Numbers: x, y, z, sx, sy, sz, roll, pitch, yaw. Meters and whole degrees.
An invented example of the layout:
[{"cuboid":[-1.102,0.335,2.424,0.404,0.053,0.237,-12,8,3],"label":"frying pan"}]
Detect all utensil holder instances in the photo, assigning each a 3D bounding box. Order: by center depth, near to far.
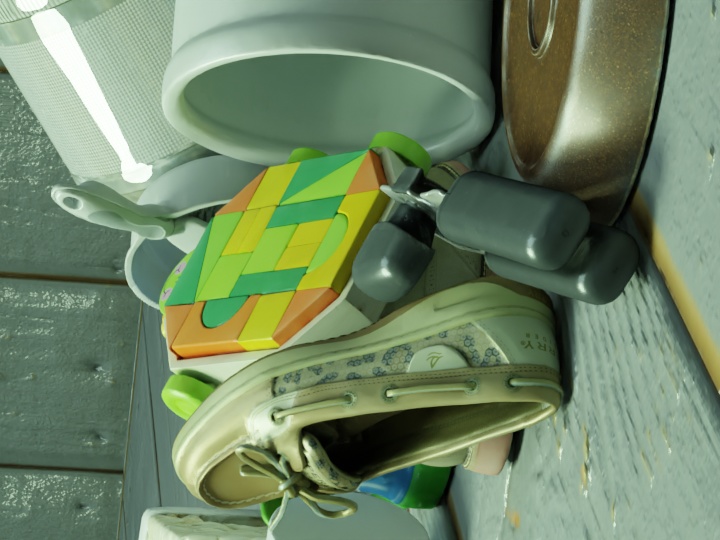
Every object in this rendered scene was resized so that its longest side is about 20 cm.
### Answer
[{"cuboid":[-0.012,-0.172,1.446,0.170,0.169,0.201,119,154,-70],"label":"utensil holder"}]

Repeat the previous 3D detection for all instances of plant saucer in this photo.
[{"cuboid":[0.091,-0.115,1.188,0.200,0.034,0.201,-177,90,-81],"label":"plant saucer"}]

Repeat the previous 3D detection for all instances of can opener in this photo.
[{"cuboid":[0.050,-0.004,1.191,0.067,0.053,0.200,-57,19,-4],"label":"can opener"}]

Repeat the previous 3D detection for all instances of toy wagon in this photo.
[{"cuboid":[-0.048,0.004,1.411,0.200,0.040,0.155,-7,49,51],"label":"toy wagon"}]

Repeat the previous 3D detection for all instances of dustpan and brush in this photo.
[{"cuboid":[-0.093,-0.024,1.502,0.139,0.200,0.057,-31,50,29],"label":"dustpan and brush"}]

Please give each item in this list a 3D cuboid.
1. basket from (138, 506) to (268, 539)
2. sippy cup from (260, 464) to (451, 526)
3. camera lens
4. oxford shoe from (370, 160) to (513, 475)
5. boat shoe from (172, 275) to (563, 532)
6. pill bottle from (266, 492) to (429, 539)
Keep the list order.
[{"cuboid":[-0.072,0.251,1.752,0.123,0.135,0.201,168,105,-79],"label":"basket"},{"cuboid":[-0.020,0.057,1.513,0.140,0.130,0.178,170,104,-81],"label":"sippy cup"},{"cuboid":[-0.125,-0.149,1.560,0.200,0.160,0.160,60,-176,-22],"label":"camera lens"},{"cuboid":[0.031,0.015,1.380,0.200,0.074,0.071,-97,14,-50],"label":"oxford shoe"},{"cuboid":[0.000,0.068,1.269,0.200,0.073,0.063,-28,53,26],"label":"boat shoe"},{"cuboid":[-0.018,0.223,1.481,0.112,0.112,0.201,-103,19,-62],"label":"pill bottle"}]
